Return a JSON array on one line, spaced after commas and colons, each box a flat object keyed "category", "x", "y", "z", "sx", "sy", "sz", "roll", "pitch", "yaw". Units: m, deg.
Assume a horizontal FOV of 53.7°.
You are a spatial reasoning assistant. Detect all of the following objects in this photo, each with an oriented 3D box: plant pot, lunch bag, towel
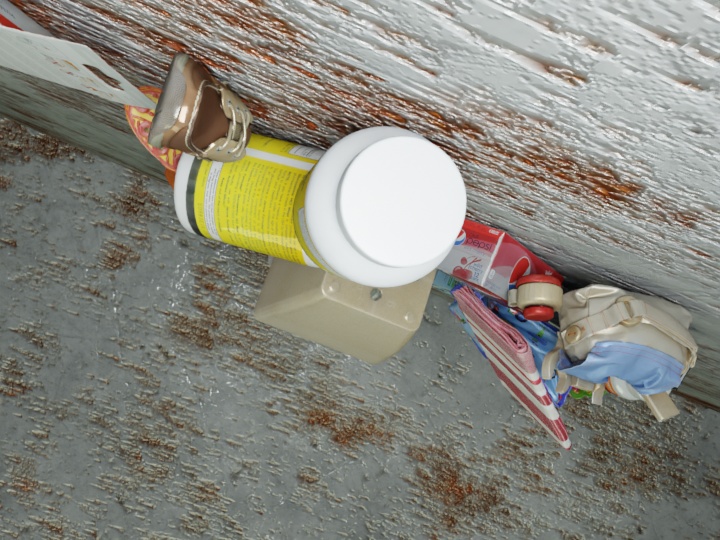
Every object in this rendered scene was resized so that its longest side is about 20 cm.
[{"category": "plant pot", "x": 0.000, "y": 0.000, "z": 0.933, "sx": 0.199, "sy": 0.201, "sz": 0.177, "roll": 22, "pitch": 167, "yaw": -17}, {"category": "lunch bag", "x": 0.208, "y": 0.087, "z": 0.990, "sx": 0.200, "sy": 0.094, "sz": 0.151, "roll": 42, "pitch": 173, "yaw": 4}, {"category": "towel", "x": 0.188, "y": 0.118, "z": 0.862, "sx": 0.200, "sy": 0.023, "sz": 0.144, "roll": 58, "pitch": 175, "yaw": -37}]

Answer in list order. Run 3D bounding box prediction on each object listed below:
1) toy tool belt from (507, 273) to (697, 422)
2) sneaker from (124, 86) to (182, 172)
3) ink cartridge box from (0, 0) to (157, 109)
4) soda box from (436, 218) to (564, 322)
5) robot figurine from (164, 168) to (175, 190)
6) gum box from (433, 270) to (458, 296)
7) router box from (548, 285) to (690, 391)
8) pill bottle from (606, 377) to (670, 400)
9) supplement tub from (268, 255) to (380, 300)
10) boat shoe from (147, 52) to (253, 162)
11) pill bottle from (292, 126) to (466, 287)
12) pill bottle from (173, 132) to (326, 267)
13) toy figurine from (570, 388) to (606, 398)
[{"category": "toy tool belt", "x": 0.249, "y": 0.083, "z": 0.736, "sx": 0.199, "sy": 0.124, "sz": 0.125, "roll": 13, "pitch": 161, "yaw": -18}, {"category": "sneaker", "x": -0.175, "y": -0.137, "z": 0.779, "sx": 0.200, "sy": 0.073, "sz": 0.077, "roll": 30, "pitch": -173, "yaw": -46}, {"category": "ink cartridge box", "x": -0.280, "y": -0.203, "z": 0.603, "sx": 0.199, "sy": 0.048, "sz": 0.160, "roll": 17, "pitch": 177, "yaw": 6}, {"category": "soda box", "x": 0.165, "y": 0.002, "z": 0.820, "sx": 0.070, "sy": 0.064, "sz": 0.200, "roll": 23, "pitch": 179, "yaw": 36}, {"category": "robot figurine", "x": -0.206, "y": -0.114, "z": 1.058, "sx": 0.143, "sy": 0.117, "sz": 0.200, "roll": -21, "pitch": -163, "yaw": -23}, {"category": "gum box", "x": 0.180, "y": 0.022, "z": 1.473, "sx": 0.199, "sy": 0.045, "sz": 0.170, "roll": 22, "pitch": 178, "yaw": -33}, {"category": "router box", "x": 0.309, "y": 0.074, "z": 0.925, "sx": 0.149, "sy": 0.051, "sz": 0.200, "roll": 25, "pitch": -173, "yaw": -43}, {"category": "pill bottle", "x": 0.543, "y": 0.205, "z": 1.474, "sx": 0.109, "sy": 0.110, "sz": 0.200, "roll": 23, "pitch": 178, "yaw": -17}, {"category": "supplement tub", "x": -0.041, "y": -0.024, "z": 1.217, "sx": 0.199, "sy": 0.146, "sz": 0.145, "roll": 23, "pitch": 178, "yaw": -28}, {"category": "boat shoe", "x": -0.121, "y": -0.123, "z": 0.573, "sx": 0.071, "sy": 0.076, "sz": 0.200, "roll": 19, "pitch": -172, "yaw": -9}, {"category": "pill bottle", "x": 0.011, "y": -0.045, "z": 0.531, "sx": 0.112, "sy": 0.113, "sz": 0.200, "roll": 22, "pitch": 178, "yaw": -10}, {"category": "pill bottle", "x": -0.070, "y": -0.067, "z": 0.698, "sx": 0.199, "sy": 0.113, "sz": 0.112, "roll": 16, "pitch": 177, "yaw": 14}, {"category": "toy figurine", "x": 0.904, "y": 0.426, "z": 2.920, "sx": 0.184, "sy": 0.200, "sz": 0.151, "roll": 37, "pitch": -147, "yaw": -32}]
